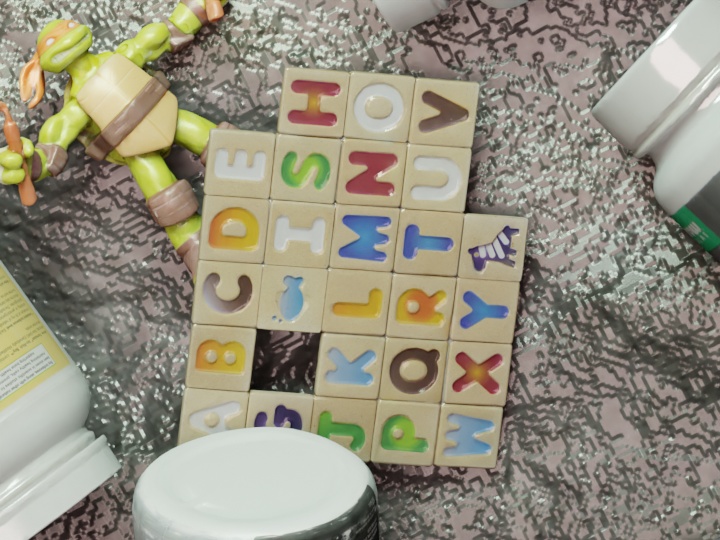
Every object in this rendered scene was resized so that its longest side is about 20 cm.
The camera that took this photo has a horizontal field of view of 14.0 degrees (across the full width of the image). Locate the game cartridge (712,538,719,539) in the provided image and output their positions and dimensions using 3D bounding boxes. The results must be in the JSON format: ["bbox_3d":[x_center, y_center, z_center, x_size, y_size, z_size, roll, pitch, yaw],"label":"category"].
[{"bbox_3d":[0.110,0.224,1.507,0.199,0.038,0.131,-16,90,9],"label":"game cartridge"}]

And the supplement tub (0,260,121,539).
[{"bbox_3d":[-0.226,0.054,1.475,0.145,0.145,0.201,-36,90,9],"label":"supplement tub"}]

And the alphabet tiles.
[{"bbox_3d":[0.000,0.000,1.472,0.166,0.008,0.202,4,105,-10],"label":"alphabet tiles"}]

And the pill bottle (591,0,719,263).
[{"bbox_3d":[0.215,-0.042,1.424,0.200,0.113,0.113,44,99,2],"label":"pill bottle"}]

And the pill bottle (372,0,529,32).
[{"bbox_3d":[0.088,-0.196,1.425,0.199,0.111,0.112,-26,92,10],"label":"pill bottle"}]

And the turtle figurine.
[{"bbox_3d":[-0.117,-0.067,1.483,0.161,0.064,0.200,45,69,-5],"label":"turtle figurine"}]

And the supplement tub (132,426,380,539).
[{"bbox_3d":[-0.048,0.191,1.463,0.122,0.123,0.201,2,114,7],"label":"supplement tub"}]
